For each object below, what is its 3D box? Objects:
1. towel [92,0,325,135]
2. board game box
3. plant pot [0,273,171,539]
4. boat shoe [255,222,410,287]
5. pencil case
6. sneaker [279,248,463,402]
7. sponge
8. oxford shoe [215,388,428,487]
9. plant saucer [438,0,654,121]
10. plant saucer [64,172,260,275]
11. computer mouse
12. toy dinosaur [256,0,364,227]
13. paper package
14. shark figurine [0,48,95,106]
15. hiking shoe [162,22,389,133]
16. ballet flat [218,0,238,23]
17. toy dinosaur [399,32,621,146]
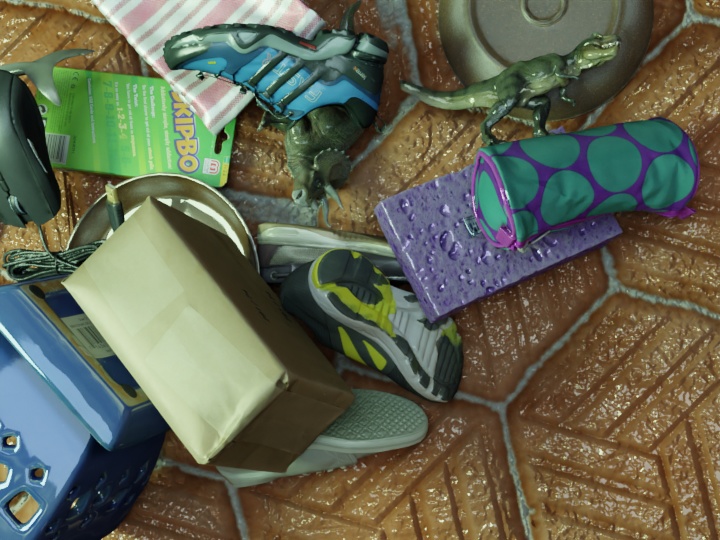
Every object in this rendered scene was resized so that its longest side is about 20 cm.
[{"bbox_3d":[-0.146,-0.241,1.385,0.146,0.030,0.200,-44,78,8],"label":"towel"},{"bbox_3d":[-0.212,-0.134,1.436,0.197,0.030,0.097,7,85,12],"label":"board game box"},{"bbox_3d":[-0.265,0.115,1.302,0.200,0.200,0.180,47,106,10],"label":"plant pot"},{"bbox_3d":[0.000,0.000,1.368,0.197,0.072,0.066,9,93,10],"label":"boat shoe"},{"bbox_3d":[0.189,-0.073,1.300,0.198,0.085,0.094,-13,82,-22],"label":"pencil case"},{"bbox_3d":[0.012,0.047,1.328,0.084,0.200,0.075,-8,48,46],"label":"sneaker"},{"bbox_3d":[0.121,-0.042,1.331,0.198,0.030,0.113,-23,79,-22],"label":"sponge"},{"bbox_3d":[-0.038,0.152,1.360,0.197,0.076,0.058,-9,124,-1],"label":"oxford shoe"},{"bbox_3d":[0.167,-0.238,1.391,0.198,0.037,0.203,-1,82,9],"label":"plant saucer"},{"bbox_3d":[-0.179,0.013,1.396,0.198,0.034,0.203,-2,84,16],"label":"plant saucer"},{"bbox_3d":[-0.282,-0.078,1.355,0.139,0.046,0.202,-1,111,20],"label":"computer mouse"},{"bbox_3d":[-0.032,-0.145,1.399,0.101,0.077,0.202,27,76,-5],"label":"toy dinosaur"},{"bbox_3d":[-0.118,0.059,1.253,0.103,0.190,0.200,-43,71,6],"label":"paper package"},{"bbox_3d":[-0.344,-0.143,1.423,0.128,0.090,0.215,35,116,0],"label":"shark figurine"},{"bbox_3d":[-0.074,-0.167,1.324,0.197,0.074,0.088,3,95,2],"label":"hiking shoe"},{"bbox_3d":[-0.096,-0.299,1.431,0.072,0.068,0.202,27,91,29],"label":"ballet flat"},{"bbox_3d":[0.138,-0.148,1.344,0.197,0.048,0.089,-13,68,9],"label":"toy dinosaur"}]
